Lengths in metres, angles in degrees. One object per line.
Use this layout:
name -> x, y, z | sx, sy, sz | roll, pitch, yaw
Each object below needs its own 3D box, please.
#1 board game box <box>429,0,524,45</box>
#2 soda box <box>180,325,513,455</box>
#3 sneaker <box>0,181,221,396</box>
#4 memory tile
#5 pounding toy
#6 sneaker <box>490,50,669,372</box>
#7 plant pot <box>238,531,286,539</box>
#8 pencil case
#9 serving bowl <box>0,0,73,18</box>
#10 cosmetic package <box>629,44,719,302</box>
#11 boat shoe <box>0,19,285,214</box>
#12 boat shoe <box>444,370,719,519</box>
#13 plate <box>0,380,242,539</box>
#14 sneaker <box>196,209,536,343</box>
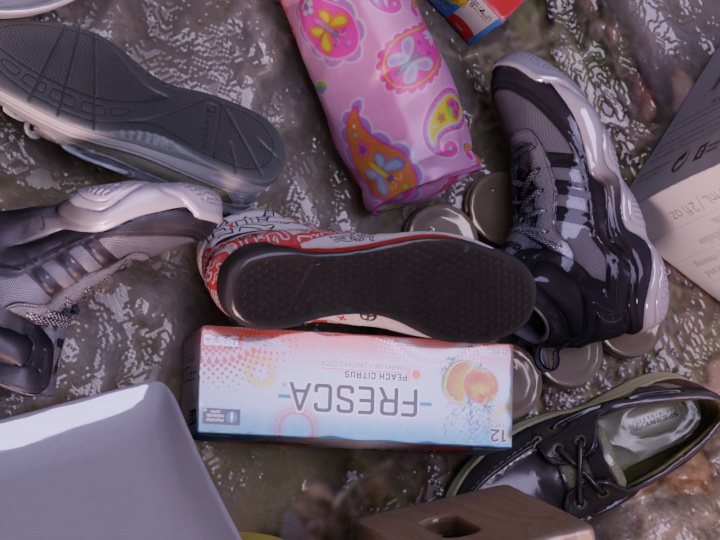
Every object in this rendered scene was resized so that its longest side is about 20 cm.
board game box -> 0.078, -0.289, 1.610 | 0.196, 0.056, 0.200 | 45, 68, -7
soda box -> -0.008, 0.075, 1.491 | 0.200, 0.064, 0.068 | 4, 81, -13
sneaker -> -0.174, 0.014, 1.434 | 0.200, 0.075, 0.114 | -10, 87, -8
memory tile -> 0.092, 0.017, 1.577 | 0.200, 0.017, 0.153 | -25, 89, -22
pounding toy -> 0.061, 0.215, 1.405 | 0.142, 0.200, 0.184 | -12, 97, -15
sneaker -> 0.111, -0.035, 1.543 | 0.114, 0.075, 0.200 | -27, 92, -25
plant pot -> -0.071, 0.235, 1.395 | 0.200, 0.200, 0.142 | 17, 51, -17
pencil case -> 0.006, -0.138, 1.541 | 0.087, 0.087, 0.200 | -22, 87, -23
serving bowl -> -0.229, -0.245, 1.482 | 0.200, 0.066, 0.200 | 4, 79, -20
cosmetic package -> 0.314, -0.054, 1.591 | 0.200, 0.167, 0.166 | 37, 68, -9
boat shoe -> -0.147, -0.089, 1.484 | 0.202, 0.065, 0.074 | 20, 52, -16
boat shoe -> 0.146, 0.119, 1.547 | 0.201, 0.066, 0.072 | -25, 94, -23
plate -> -0.178, 0.150, 1.369 | 0.200, 0.200, 0.032 | -15, 125, -13
sneaker -> 0.000, -0.001, 1.490 | 0.201, 0.108, 0.067 | 1, 104, -19
